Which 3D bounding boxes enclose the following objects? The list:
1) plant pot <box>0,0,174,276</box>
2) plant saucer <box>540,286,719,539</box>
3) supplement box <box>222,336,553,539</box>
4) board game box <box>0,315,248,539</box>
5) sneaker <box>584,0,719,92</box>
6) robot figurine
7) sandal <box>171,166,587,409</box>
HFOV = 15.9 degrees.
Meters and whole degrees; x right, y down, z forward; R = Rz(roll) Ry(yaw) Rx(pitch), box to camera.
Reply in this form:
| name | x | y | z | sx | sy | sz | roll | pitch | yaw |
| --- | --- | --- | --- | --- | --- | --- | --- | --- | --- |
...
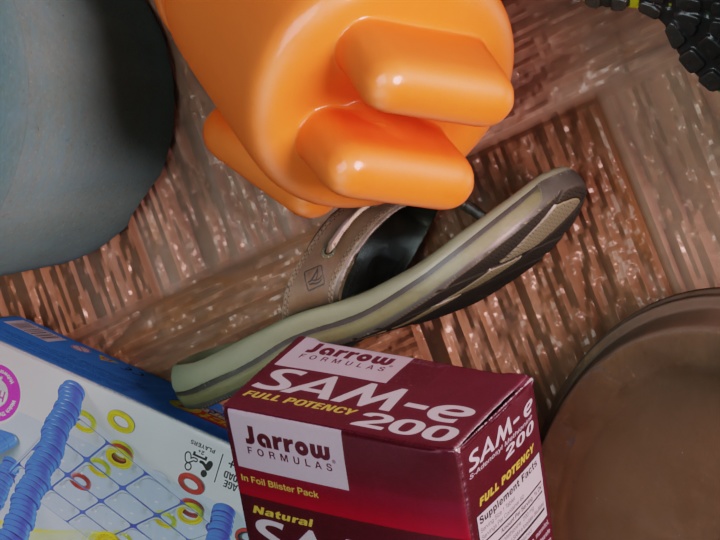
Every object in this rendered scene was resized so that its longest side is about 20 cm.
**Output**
| name | x | y | z | sx | sy | sz | roll | pitch | yaw |
| --- | --- | --- | --- | --- | --- | --- | --- | --- | --- |
| plant pot | -0.188 | -0.072 | 1.081 | 0.200 | 0.196 | 0.200 | 0 | 91 | 25 |
| plant saucer | 0.139 | 0.106 | 0.996 | 0.200 | 0.029 | 0.200 | 2 | 93 | 41 |
| supplement box | 0.020 | 0.132 | 1.014 | 0.109 | 0.061 | 0.200 | 8 | 121 | 32 |
| board game box | -0.113 | 0.145 | 1.130 | 0.200 | 0.056 | 0.196 | 21 | 100 | 23 |
| sneaker | 0.142 | -0.127 | 0.990 | 0.200 | 0.085 | 0.078 | 32 | 138 | 5 |
| robot figurine | -0.016 | -0.102 | 1.025 | 0.117 | 0.144 | 0.200 | -26 | 45 | -8 |
| sandal | -0.001 | 0.000 | 1.059 | 0.201 | 0.080 | 0.057 | -24 | 84 | 25 |
